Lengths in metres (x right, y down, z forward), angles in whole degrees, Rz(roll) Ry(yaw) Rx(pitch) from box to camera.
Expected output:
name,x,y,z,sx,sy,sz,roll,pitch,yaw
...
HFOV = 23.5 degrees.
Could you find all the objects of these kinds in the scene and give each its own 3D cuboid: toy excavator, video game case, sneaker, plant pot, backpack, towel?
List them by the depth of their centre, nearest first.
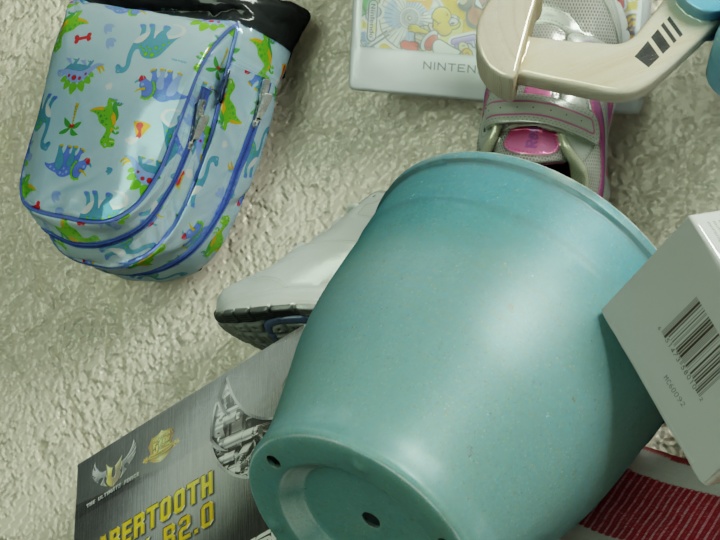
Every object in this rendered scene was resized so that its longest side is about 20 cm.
name,x,y,z,sx,sy,sz,roll,pitch,yaw
towel,0.136,0.163,0.893,0.144,0.023,0.200,11,42,45
plant pot,0.045,0.073,0.899,0.200,0.200,0.188,16,47,30
toy excavator,0.188,-0.133,0.926,0.194,0.100,0.200,39,79,14
sneaker,0.109,-0.090,0.988,0.081,0.088,0.200,-1,96,17
video game case,0.086,-0.201,1.036,0.182,0.023,0.200,7,101,16
sneaker,0.000,0.000,1.077,0.200,0.075,0.087,-15,54,22
backpack,-0.139,-0.093,1.133,0.163,0.154,0.200,15,99,23

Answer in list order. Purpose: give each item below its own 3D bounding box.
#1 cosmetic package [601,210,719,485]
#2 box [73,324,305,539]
name,x,y,z,sx,sy,sz,roll,pitch,yaw
cosmetic package,0.235,0.025,0.855,0.085,0.200,0.108,-53,54,44
box,-0.089,0.145,1.046,0.200,0.048,0.159,-31,40,24
